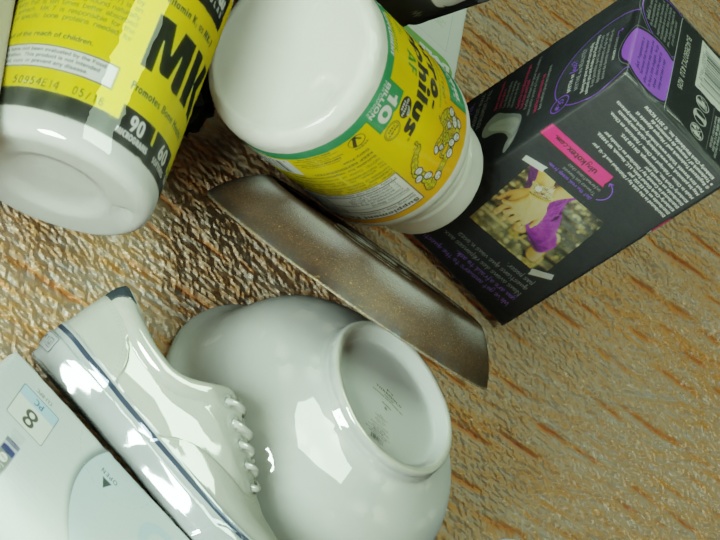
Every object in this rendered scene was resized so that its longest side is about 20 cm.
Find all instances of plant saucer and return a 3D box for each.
[{"bbox_3d":[0.000,0.000,1.637,0.200,0.032,0.200,36,3,-2],"label":"plant saucer"}]

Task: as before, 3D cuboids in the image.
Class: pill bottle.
[{"bbox_3d":[0.000,-0.093,1.683,0.200,0.112,0.113,39,32,-59],"label":"pill bottle"},{"bbox_3d":[-0.135,-0.131,1.537,0.114,0.114,0.201,34,62,-31],"label":"pill bottle"}]

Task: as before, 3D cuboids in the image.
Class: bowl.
[{"bbox_3d":[-0.012,0.090,1.595,0.201,0.090,0.202,33,39,-32],"label":"bowl"}]

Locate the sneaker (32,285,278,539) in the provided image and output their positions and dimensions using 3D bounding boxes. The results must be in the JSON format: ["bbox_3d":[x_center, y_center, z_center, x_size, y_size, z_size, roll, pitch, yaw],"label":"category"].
[{"bbox_3d":[-0.085,0.095,1.489,0.200,0.071,0.073,50,-7,-11],"label":"sneaker"}]

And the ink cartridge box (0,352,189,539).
[{"bbox_3d":[-0.166,0.156,1.374,0.160,0.047,0.200,49,31,-14],"label":"ink cartridge box"}]

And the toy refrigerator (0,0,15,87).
[{"bbox_3d":[-0.235,-0.131,1.498,0.070,0.076,0.201,34,40,-31],"label":"toy refrigerator"}]

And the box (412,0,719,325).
[{"bbox_3d":[0.140,-0.076,1.831,0.106,0.200,0.123,45,35,-19],"label":"box"}]

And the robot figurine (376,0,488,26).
[{"bbox_3d":[0.021,-0.215,1.713,0.151,0.199,0.125,65,25,-11],"label":"robot figurine"}]

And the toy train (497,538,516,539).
[{"bbox_3d":[0.088,0.232,1.615,0.114,0.087,0.200,44,35,-10],"label":"toy train"}]

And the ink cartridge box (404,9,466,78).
[{"bbox_3d":[0.012,-0.164,1.866,0.104,0.059,0.201,40,37,-24],"label":"ink cartridge box"}]

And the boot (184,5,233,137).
[{"bbox_3d":[-0.134,-0.186,1.681,0.162,0.073,0.199,37,45,-25],"label":"boot"}]
